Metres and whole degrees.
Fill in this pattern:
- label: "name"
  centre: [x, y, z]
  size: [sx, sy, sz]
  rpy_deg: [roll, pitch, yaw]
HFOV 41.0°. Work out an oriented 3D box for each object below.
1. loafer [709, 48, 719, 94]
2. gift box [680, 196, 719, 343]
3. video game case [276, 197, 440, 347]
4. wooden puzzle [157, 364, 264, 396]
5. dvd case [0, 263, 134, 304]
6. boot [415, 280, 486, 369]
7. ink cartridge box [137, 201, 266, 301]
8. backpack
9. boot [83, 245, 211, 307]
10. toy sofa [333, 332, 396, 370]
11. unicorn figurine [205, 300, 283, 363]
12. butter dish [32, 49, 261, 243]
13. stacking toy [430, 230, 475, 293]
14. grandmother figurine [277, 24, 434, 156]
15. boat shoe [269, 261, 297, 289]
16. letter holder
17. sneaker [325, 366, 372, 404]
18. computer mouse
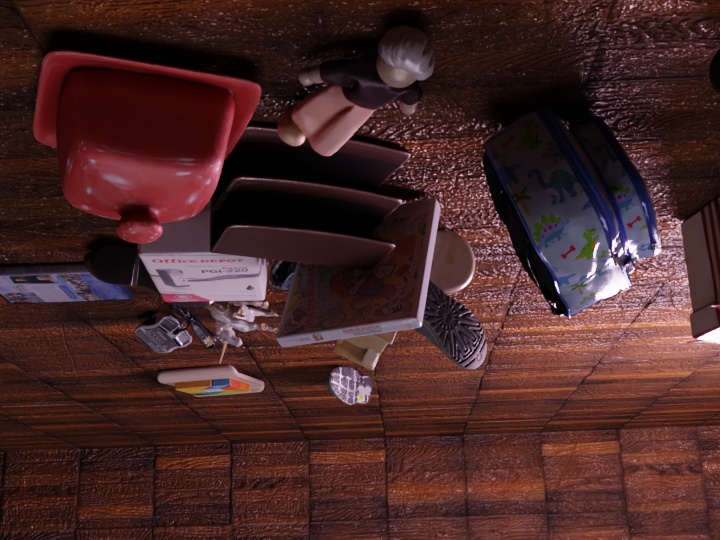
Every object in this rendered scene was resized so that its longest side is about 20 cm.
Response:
- label: "loafer"
  centre: [0.408, -0.181, 0.836]
  size: [0.198, 0.074, 0.071]
  rpy_deg: [-9, 158, 22]
- label: "gift box"
  centre: [0.511, 0.006, 1.230]
  size: [0.197, 0.189, 0.185]
  rpy_deg: [0, 161, -8]
- label: "video game case"
  centre: [0.000, 0.000, 1.169]
  size: [0.180, 0.201, 0.023]
  rpy_deg: [-10, 133, 23]
- label: "wooden puzzle"
  centre: [-0.328, 0.253, 2.133]
  size: [0.183, 0.038, 0.200]
  rpy_deg: [-6, 161, 13]
- label: "dvd case"
  centre: [-0.455, 0.021, 1.455]
  size: [0.197, 0.018, 0.143]
  rpy_deg: [-2, 162, -1]
- label: "boot"
  centre: [0.065, 0.067, 1.344]
  size: [0.182, 0.073, 0.199]
  rpy_deg: [49, 153, -14]
- label: "ink cartridge box"
  centre: [-0.196, -0.027, 1.233]
  size: [0.144, 0.086, 0.200]
  rpy_deg: [-1, 160, -2]
- label: "backpack"
  centre: [0.214, -0.073, 0.994]
  size: [0.146, 0.184, 0.200]
  rpy_deg: [-30, 151, 10]
- label: "boot"
  centre: [-0.295, 0.003, 1.365]
  size: [0.199, 0.074, 0.075]
  rpy_deg: [17, 173, -34]
- label: "toy sofa"
  centre: [0.018, 0.090, 1.633]
  size: [0.082, 0.098, 0.200]
  rpy_deg: [24, 160, 0]
- label: "unicorn figurine"
  centre: [-0.200, 0.082, 1.600]
  size: [0.136, 0.075, 0.201]
  rpy_deg: [3, 149, 18]
- label: "butter dish"
  centre: [-0.207, -0.099, 0.912]
  size: [0.198, 0.150, 0.199]
  rpy_deg: [5, 161, -21]
- label: "stacking toy"
  centre: [0.087, 0.005, 1.381]
  size: [0.084, 0.086, 0.200]
  rpy_deg: [5, 168, -18]
- label: "grandmother figurine"
  centre: [0.004, -0.164, 0.884]
  size: [0.120, 0.061, 0.200]
  rpy_deg: [-1, 166, -30]
- label: "boat shoe"
  centre: [-0.050, -0.005, 1.327]
  size: [0.090, 0.072, 0.200]
  rpy_deg: [7, 161, -29]
- label: "letter holder"
  centre: [-0.053, -0.079, 1.064]
  size: [0.198, 0.102, 0.142]
  rpy_deg: [6, 158, -23]
- label: "sneaker"
  centre: [-0.038, 0.260, 2.131]
  size: [0.079, 0.078, 0.200]
  rpy_deg: [1, 164, 20]
- label: "computer mouse"
  centre: [-0.317, 0.094, 1.624]
  size: [0.110, 0.044, 0.199]
  rpy_deg: [47, 146, -22]
